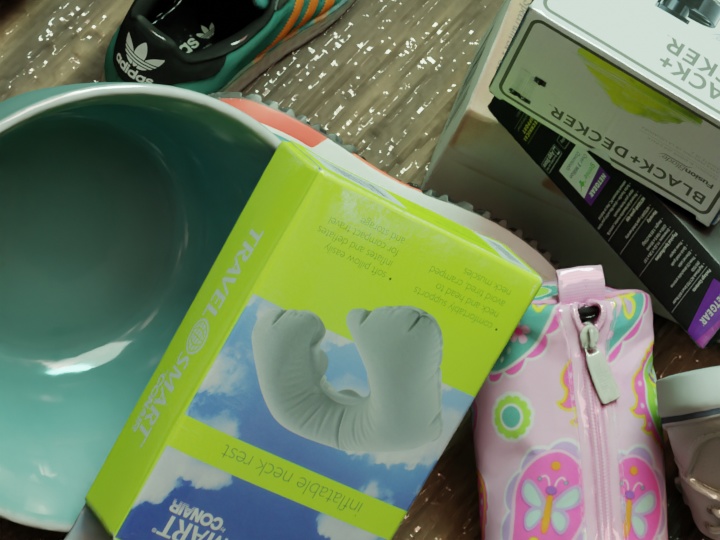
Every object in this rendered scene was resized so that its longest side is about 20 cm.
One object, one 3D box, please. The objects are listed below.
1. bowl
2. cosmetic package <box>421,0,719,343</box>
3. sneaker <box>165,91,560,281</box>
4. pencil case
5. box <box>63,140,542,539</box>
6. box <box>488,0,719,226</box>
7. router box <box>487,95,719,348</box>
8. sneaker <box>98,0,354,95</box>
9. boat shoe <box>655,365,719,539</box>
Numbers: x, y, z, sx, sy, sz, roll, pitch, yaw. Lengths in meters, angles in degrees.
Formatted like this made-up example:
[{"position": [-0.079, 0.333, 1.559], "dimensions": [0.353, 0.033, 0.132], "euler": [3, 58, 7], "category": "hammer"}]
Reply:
[{"position": [-0.120, 0.000, 1.236], "dimensions": [0.201, 0.201, 0.105], "euler": [-9, 25, -19], "category": "bowl"}, {"position": [0.141, -0.049, 1.367], "dimensions": [0.200, 0.087, 0.103], "euler": [24, 56, -4], "category": "cosmetic package"}, {"position": [0.000, 0.000, 1.329], "dimensions": [0.200, 0.070, 0.093], "euler": [28, 80, -4], "category": "sneaker"}, {"position": [0.094, 0.100, 1.259], "dimensions": [0.087, 0.087, 0.200], "euler": [-3, 85, -17], "category": "pencil case"}, {"position": [-0.026, 0.059, 1.213], "dimensions": [0.122, 0.048, 0.200], "euler": [25, 99, -28], "category": "box"}, {"position": [0.154, -0.127, 1.261], "dimensions": [0.117, 0.060, 0.200], "euler": [33, 53, 5], "category": "box"}, {"position": [0.179, -0.073, 1.306], "dimensions": [0.200, 0.051, 0.149], "euler": [-30, 72, -34], "category": "router box"}, {"position": [-0.045, -0.144, 1.365], "dimensions": [0.071, 0.080, 0.200], "euler": [38, 61, 6], "category": "sneaker"}, {"position": [0.168, 0.084, 1.260], "dimensions": [0.071, 0.200, 0.070], "euler": [-7, 77, 4], "category": "boat shoe"}]
